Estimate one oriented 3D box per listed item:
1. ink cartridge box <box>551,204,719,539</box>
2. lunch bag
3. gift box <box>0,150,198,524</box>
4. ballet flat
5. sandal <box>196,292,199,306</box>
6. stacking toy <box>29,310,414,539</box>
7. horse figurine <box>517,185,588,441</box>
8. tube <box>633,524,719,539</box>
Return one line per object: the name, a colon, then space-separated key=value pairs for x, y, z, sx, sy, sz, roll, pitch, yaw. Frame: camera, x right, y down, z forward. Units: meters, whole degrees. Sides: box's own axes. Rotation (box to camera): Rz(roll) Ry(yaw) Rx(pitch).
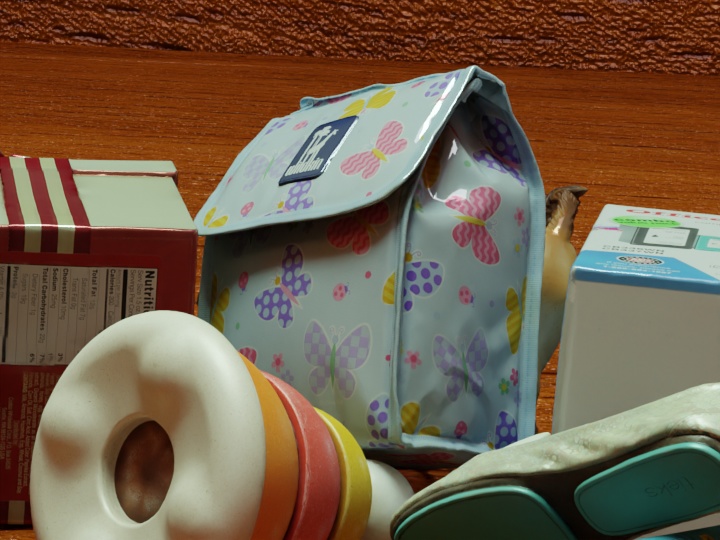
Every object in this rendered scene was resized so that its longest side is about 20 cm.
ink cartridge box: x=0.182 y=0.057 z=1.337 sx=0.147 sy=0.146 sz=0.200 roll=6 pitch=11 yaw=8
lunch bag: x=0.000 y=0.000 z=1.344 sx=0.127 sy=0.200 sz=0.169 roll=15 pitch=-13 yaw=-41
gift box: x=-0.189 y=0.023 z=1.367 sx=0.200 sy=0.185 sz=0.187 roll=6 pitch=13 yaw=-10
ballet flat: x=0.105 y=0.099 z=1.200 sx=0.200 sy=0.067 sz=0.062 roll=-17 pitch=27 yaw=34
sandal: x=-0.011 y=0.018 z=1.732 sx=0.200 sy=0.055 sz=0.082 roll=7 pitch=13 yaw=23
stacking toy: x=-0.041 y=0.103 z=1.212 sx=0.146 sy=0.146 sz=0.200 roll=13 pitch=0 yaw=44
horse figurine: x=0.082 y=0.035 z=1.391 sx=0.050 sy=0.200 sz=0.133 roll=22 pitch=-12 yaw=-13
tube: x=0.099 y=0.149 z=1.118 sx=0.200 sy=0.050 sz=0.077 roll=-7 pitch=50 yaw=-37
